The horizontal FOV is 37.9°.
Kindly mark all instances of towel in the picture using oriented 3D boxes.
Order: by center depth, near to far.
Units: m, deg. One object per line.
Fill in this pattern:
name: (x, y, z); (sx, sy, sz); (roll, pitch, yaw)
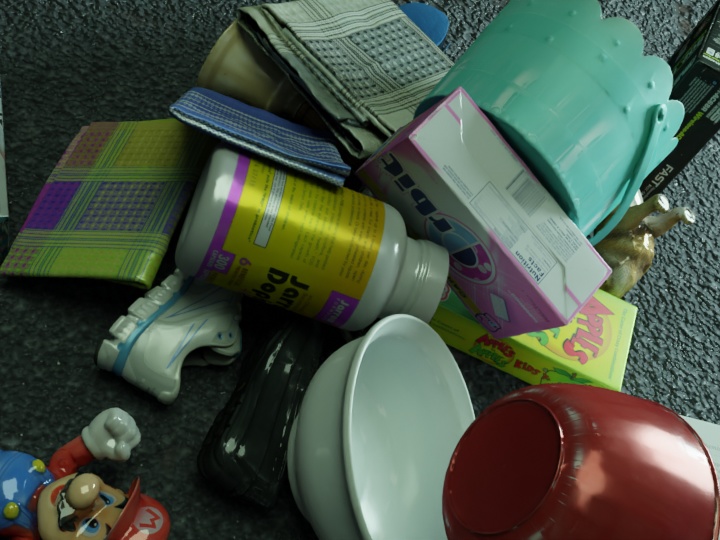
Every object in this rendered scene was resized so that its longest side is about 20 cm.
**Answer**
towel: (-0.080, -0.115, 0.853); (0.143, 0.024, 0.200); (20, 10, -9)
towel: (-0.202, -0.063, 0.880); (0.142, 0.023, 0.201); (2, 46, 16)
towel: (0.010, -0.194, 0.972); (0.199, 0.035, 0.193); (-24, 67, -44)

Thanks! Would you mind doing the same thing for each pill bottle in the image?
pill bottle: (-0.035, -0.017, 0.809); (0.198, 0.105, 0.105); (20, 50, -13)

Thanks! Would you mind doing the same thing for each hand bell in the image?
hand bell: (-0.046, -0.145, 0.985); (0.199, 0.104, 0.104); (36, 51, 6)

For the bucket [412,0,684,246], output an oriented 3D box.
bucket: (0.151, -0.117, 0.884); (0.207, 0.208, 0.135); (41, 71, 12)

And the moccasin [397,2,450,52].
moccasin: (0.029, -0.206, 1.079); (0.080, 0.069, 0.201); (27, 49, 11)

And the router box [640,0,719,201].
router box: (0.326, -0.168, 1.067); (0.062, 0.201, 0.150); (32, 50, 1)

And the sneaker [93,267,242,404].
sneaker: (-0.121, 0.029, 0.854); (0.086, 0.075, 0.200); (38, 60, 2)

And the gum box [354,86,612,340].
gum box: (0.099, -0.036, 0.842); (0.066, 0.113, 0.200); (-44, 98, -22)

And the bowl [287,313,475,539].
bowl: (0.008, 0.139, 0.772); (0.200, 0.089, 0.204); (26, 59, -54)

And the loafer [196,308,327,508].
loafer: (-0.062, 0.096, 0.826); (0.070, 0.068, 0.202); (39, 45, -15)

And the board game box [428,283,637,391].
board game box: (0.144, 0.039, 0.948); (0.198, 0.048, 0.102); (25, 50, 0)

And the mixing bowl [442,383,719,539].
mixing bowl: (0.128, 0.153, 0.716); (0.108, 0.199, 0.202); (37, 43, -31)

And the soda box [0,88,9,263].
soda box: (-0.331, -0.102, 0.873); (0.068, 0.064, 0.202); (-2, 56, -21)

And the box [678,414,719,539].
box: (0.222, 0.217, 0.805); (0.150, 0.107, 0.202); (15, 52, -8)

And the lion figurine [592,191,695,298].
lion figurine: (0.242, -0.073, 1.004); (0.072, 0.122, 0.202); (13, 60, -34)

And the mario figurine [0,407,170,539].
mario figurine: (-0.221, 0.142, 0.699); (0.198, 0.106, 0.125); (18, 85, 4)

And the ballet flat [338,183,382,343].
ballet flat: (0.000, 0.000, 0.916); (0.071, 0.072, 0.202); (3, 53, -17)
